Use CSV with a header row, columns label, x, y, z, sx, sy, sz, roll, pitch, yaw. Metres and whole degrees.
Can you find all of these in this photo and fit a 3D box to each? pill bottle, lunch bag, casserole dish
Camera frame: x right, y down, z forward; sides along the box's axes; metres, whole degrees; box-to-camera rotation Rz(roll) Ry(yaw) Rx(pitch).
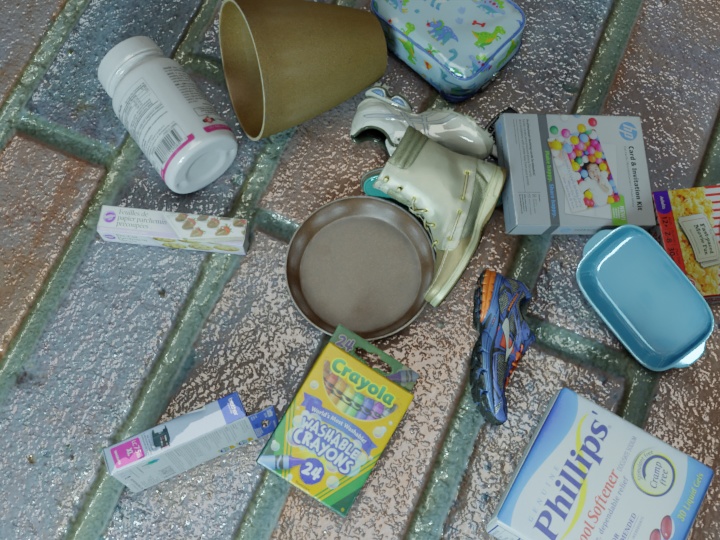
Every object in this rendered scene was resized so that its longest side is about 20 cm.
label,x,y,z,sx,sy,sz,roll,pitch,yaw
pill bottle,-0.263,-0.213,1.322,0.113,0.114,0.201,-34,74,-11
lunch bag,0.126,-0.350,1.385,0.200,0.083,0.161,40,76,13
casserole dish,0.364,0.032,1.242,0.121,0.039,0.201,-46,71,30

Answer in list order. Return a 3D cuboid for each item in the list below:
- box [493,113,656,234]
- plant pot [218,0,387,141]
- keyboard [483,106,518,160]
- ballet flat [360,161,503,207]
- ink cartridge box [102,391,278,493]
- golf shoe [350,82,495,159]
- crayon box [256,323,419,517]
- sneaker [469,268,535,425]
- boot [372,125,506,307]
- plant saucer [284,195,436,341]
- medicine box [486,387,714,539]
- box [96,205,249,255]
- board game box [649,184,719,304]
label,x,y,z,sx,sy,sz,roll,pitch,yaw
box,0.283,-0.127,1.292,0.198,0.041,0.158,0,75,-14
plant pot,-0.071,-0.290,1.327,0.198,0.187,0.188,-16,70,-19
keyboard,0.265,-0.160,1.339,0.200,0.040,0.104,39,75,12
ballet flat,0.100,-0.121,1.323,0.198,0.068,0.064,4,43,1
ink cartridge box,-0.196,0.201,1.169,0.198,0.120,0.042,-21,69,-8
golf shoe,0.079,-0.175,1.320,0.198,0.079,0.098,20,61,20
crayon box,-0.023,0.179,1.192,0.125,0.052,0.201,32,77,-2
sneaker,0.182,0.095,1.231,0.078,0.075,0.202,6,72,-1
boot,0.082,-0.070,1.246,0.154,0.072,0.201,25,81,-1
plant saucer,0.000,0.000,1.286,0.198,0.035,0.202,0,69,0
medicine box,0.278,0.271,1.150,0.199,0.103,0.183,29,73,9
box,-0.247,-0.053,1.304,0.198,0.041,0.039,6,70,2
board game box,0.490,-0.037,1.289,0.198,0.046,0.153,-7,71,-2
